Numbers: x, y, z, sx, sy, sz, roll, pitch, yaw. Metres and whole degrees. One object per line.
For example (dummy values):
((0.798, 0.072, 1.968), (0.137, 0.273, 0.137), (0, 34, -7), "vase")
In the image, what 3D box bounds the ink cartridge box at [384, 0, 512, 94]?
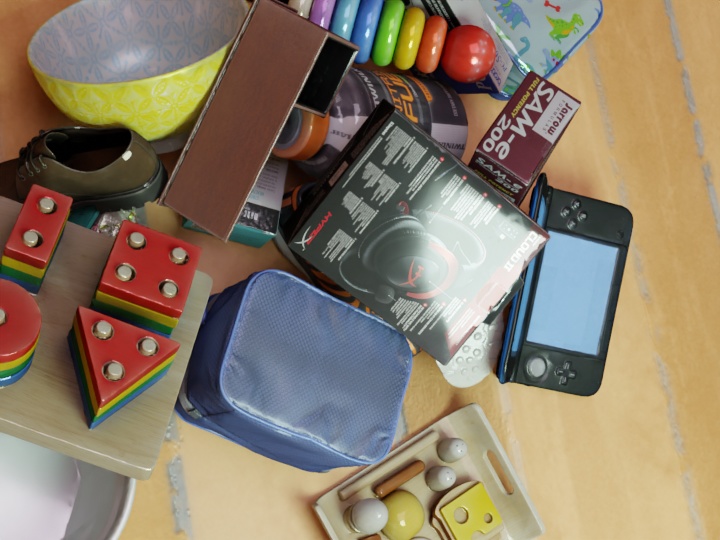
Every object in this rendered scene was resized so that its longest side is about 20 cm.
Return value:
((0.066, -0.254, 1.298), (0.200, 0.094, 0.044), (52, 54, -41), "ink cartridge box")

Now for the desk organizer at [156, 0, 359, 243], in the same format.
((-0.086, -0.125, 1.138), (0.077, 0.072, 0.201), (31, 100, 22), "desk organizer")

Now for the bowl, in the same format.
((-0.188, -0.171, 1.198), (0.200, 0.200, 0.108), (-32, 133, -27), "bowl")

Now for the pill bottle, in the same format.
((0.001, -0.136, 1.250), (0.199, 0.106, 0.107), (-2, 75, -46), "pill bottle")

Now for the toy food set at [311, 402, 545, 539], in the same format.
((0.066, 0.232, 1.236), (0.199, 0.060, 0.144), (-28, 88, -27), "toy food set")

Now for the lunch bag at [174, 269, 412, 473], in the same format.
((-0.071, 0.093, 1.175), (0.199, 0.132, 0.137), (28, 65, -20), "lunch bag")

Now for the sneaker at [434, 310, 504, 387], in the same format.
((0.080, 0.011, 1.258), (0.076, 0.080, 0.201), (-14, 98, -13), "sneaker")

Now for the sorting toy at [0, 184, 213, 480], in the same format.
((-0.227, 0.035, 1.047), (0.199, 0.070, 0.200), (21, 49, -10), "sorting toy")

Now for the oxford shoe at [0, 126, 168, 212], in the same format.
((-0.272, -0.087, 1.134), (0.199, 0.085, 0.073), (-14, 55, 5), "oxford shoe")

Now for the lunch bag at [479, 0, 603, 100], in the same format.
((0.150, -0.293, 1.404), (0.200, 0.082, 0.161), (45, 65, -6), "lunch bag")

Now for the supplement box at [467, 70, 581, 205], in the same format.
((0.134, -0.089, 1.272), (0.061, 0.200, 0.109), (33, 64, 5), "supplement box")

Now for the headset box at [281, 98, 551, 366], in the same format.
((0.054, -0.027, 1.153), (0.200, 0.075, 0.149), (37, 97, -14), "headset box")

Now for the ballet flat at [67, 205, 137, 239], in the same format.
((-0.256, 0.013, 1.156), (0.200, 0.075, 0.064), (-55, 131, -20), "ballet flat")

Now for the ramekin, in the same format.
((-0.289, 0.168, 1.076), (0.199, 0.105, 0.202), (6, 73, -21), "ramekin")

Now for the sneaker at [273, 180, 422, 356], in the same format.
((0.000, 0.000, 1.242), (0.200, 0.112, 0.078), (45, 64, -6), "sneaker")

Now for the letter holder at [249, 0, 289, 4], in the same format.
((-0.031, -0.367, 1.337), (0.141, 0.100, 0.201), (9, 72, -23), "letter holder")

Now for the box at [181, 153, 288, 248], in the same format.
((-0.109, -0.129, 1.265), (0.082, 0.049, 0.201), (15, 70, -19), "box")

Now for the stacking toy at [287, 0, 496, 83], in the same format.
((0.029, -0.220, 1.250), (0.199, 0.085, 0.086), (16, 69, -1), "stacking toy")

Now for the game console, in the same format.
((0.202, 0.020, 1.294), (0.170, 0.118, 0.201), (12, 89, -21), "game console")
